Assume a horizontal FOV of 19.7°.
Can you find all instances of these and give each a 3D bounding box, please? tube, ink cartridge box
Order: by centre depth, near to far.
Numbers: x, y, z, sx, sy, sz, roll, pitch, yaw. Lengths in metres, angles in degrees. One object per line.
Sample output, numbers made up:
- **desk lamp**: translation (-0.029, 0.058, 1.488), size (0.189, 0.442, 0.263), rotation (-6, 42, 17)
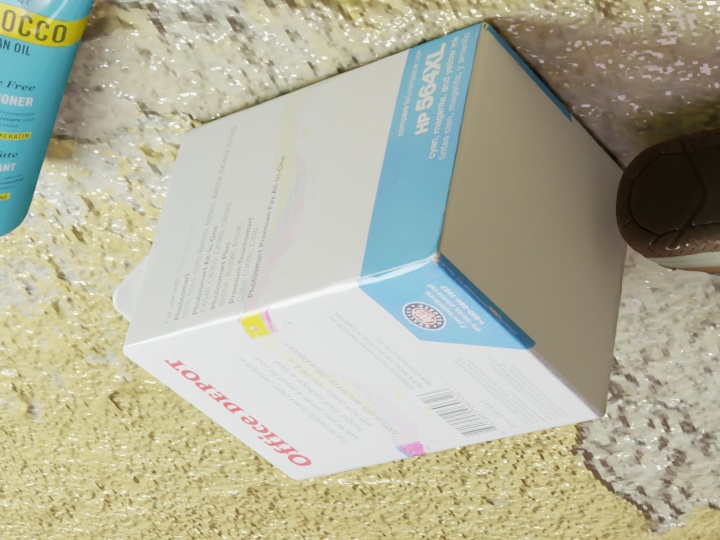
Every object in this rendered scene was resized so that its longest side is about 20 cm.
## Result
- **tube**: translation (-0.159, -0.091, 0.918), size (0.077, 0.051, 0.200), rotation (10, 143, -10)
- **ink cartridge box**: translation (0.000, 0.000, 0.921), size (0.199, 0.126, 0.128), rotation (-15, 139, 36)

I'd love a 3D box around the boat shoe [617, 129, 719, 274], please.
- **boat shoe**: translation (0.210, -0.030, 0.859), size (0.199, 0.072, 0.076), rotation (-1, 160, 34)
